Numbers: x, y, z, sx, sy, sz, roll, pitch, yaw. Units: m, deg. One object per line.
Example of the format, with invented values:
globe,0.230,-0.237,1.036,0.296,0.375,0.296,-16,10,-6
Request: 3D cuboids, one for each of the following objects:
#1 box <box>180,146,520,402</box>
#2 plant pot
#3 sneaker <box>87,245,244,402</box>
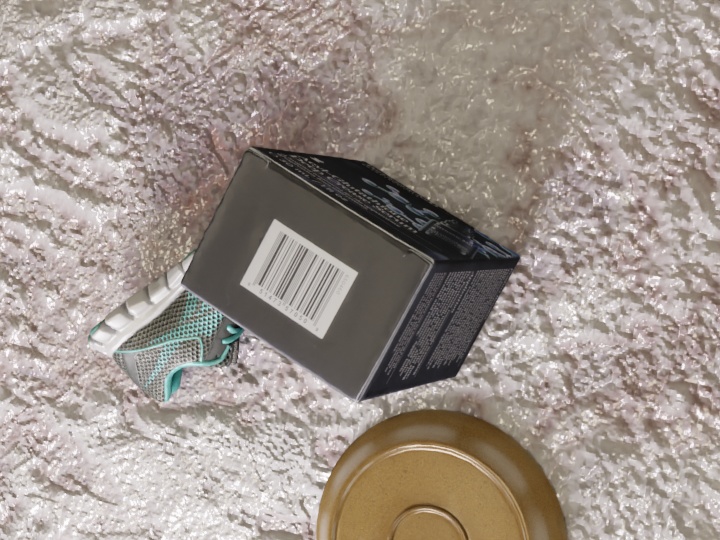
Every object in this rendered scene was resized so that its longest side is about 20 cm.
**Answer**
box,0.000,0.000,1.009,0.148,0.200,0.107,32,102,18
plant pot,0.053,0.204,1.086,0.199,0.027,0.201,1,92,23
sneaker,-0.114,0.029,1.137,0.200,0.078,0.091,-36,94,23
